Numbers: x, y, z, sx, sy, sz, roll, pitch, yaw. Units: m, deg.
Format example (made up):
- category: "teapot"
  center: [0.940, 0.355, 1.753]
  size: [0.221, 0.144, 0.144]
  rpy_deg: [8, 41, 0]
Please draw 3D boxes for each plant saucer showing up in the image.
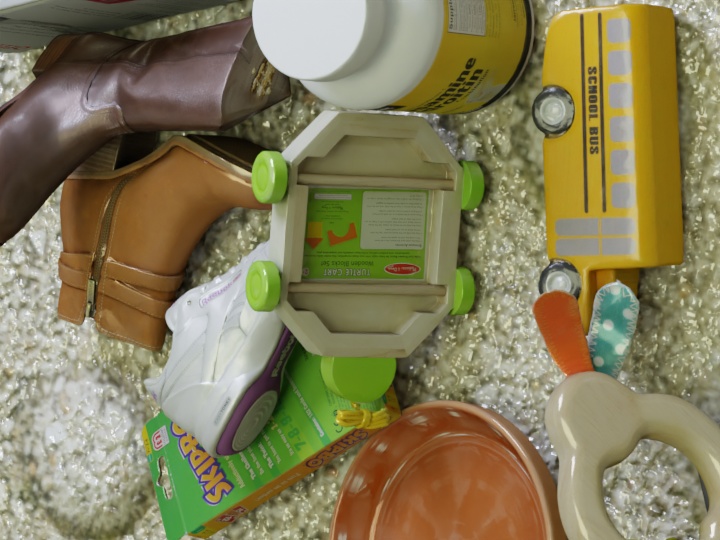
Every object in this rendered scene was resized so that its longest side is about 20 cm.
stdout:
- category: "plant saucer"
  center: [0.058, 0.185, 1.655]
  size: [0.199, 0.032, 0.202]
  rpy_deg: [-9, 77, 45]

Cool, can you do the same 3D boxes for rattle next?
- category: "rattle"
  center: [0.151, 0.117, 1.584]
  size: [0.130, 0.143, 0.201]
  rpy_deg: [-34, 82, -9]

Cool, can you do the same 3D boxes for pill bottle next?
- category: "pill bottle"
  center: [0.019, -0.154, 1.591]
  size: [0.111, 0.200, 0.113]
  rpy_deg: [1, 92, 30]

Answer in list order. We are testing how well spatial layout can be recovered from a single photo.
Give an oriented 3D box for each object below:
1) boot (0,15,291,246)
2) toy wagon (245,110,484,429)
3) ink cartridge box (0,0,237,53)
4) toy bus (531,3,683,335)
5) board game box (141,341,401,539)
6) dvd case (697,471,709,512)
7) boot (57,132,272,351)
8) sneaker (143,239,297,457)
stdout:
- category: "boot"
  center: [-0.150, -0.093, 1.689]
  size: [0.199, 0.064, 0.187]
  rpy_deg: [1, 56, 33]
- category: "toy wagon"
  center: [0.000, 0.000, 1.642]
  size: [0.040, 0.154, 0.202]
  rpy_deg: [15, 102, 62]
- category: "ink cartridge box"
  center: [-0.205, -0.209, 1.750]
  size: [0.199, 0.145, 0.084]
  rpy_deg: [-9, 86, 30]
- category: "toy bus"
  center: [0.155, -0.061, 1.594]
  size: [0.078, 0.065, 0.202]
  rpy_deg: [-2, 90, 28]
- category: "board game box"
  center: [-0.064, 0.102, 1.735]
  size: [0.199, 0.030, 0.096]
  rpy_deg: [-32, 57, 25]
- category: "dvd case"
  center: [0.289, 0.185, 1.554]
  size: [0.148, 0.016, 0.202]
  rpy_deg: [-15, 84, 30]
- category: "boot"
  center: [-0.128, -0.020, 1.759]
  size: [0.199, 0.073, 0.156]
  rpy_deg: [16, 99, 41]
- category: "sneaker"
  center: [-0.076, 0.019, 1.696]
  size: [0.099, 0.075, 0.201]
  rpy_deg: [33, 96, 25]
